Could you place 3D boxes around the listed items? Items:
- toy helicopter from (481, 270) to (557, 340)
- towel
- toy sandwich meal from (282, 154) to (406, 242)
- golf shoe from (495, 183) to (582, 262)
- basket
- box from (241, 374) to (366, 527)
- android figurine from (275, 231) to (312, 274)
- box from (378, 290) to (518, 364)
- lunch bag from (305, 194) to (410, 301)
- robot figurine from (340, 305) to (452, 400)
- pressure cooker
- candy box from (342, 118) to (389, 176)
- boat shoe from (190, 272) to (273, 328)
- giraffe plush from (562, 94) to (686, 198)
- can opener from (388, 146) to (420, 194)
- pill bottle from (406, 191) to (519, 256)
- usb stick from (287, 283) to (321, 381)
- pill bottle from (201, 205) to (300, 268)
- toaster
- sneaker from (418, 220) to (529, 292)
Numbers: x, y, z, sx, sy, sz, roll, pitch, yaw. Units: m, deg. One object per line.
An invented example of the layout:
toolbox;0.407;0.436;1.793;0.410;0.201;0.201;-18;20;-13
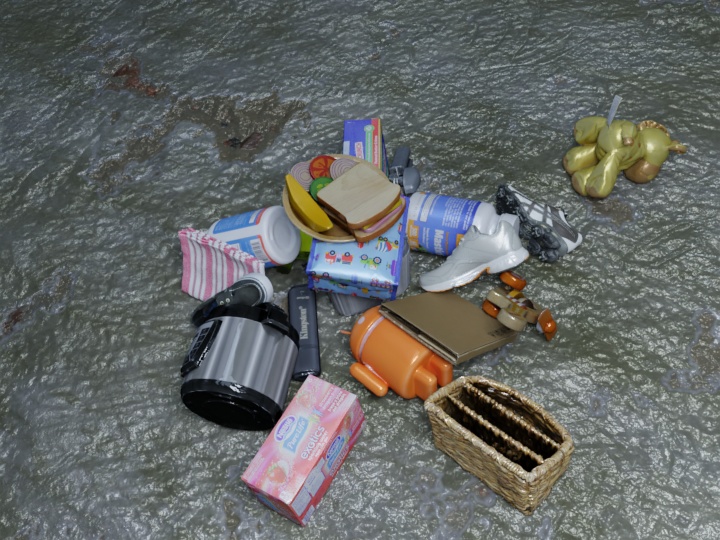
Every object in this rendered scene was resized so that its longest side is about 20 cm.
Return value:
toy helicopter;0.265;0.073;1.253;0.132;0.200;0.079;32;106;11
towel;-0.259;0.016;1.418;0.200;0.147;0.030;23;37;26
toy sandwich meal;-0.031;-0.127;1.236;0.205;0.070;0.205;1;56;-2
golf shoe;0.331;-0.095;1.430;0.094;0.078;0.200;-17;51;-23
basket;0.215;0.237;1.144;0.200;0.149;0.143;33;66;32
box;-0.085;0.282;1.203;0.095;0.103;0.200;21;61;25
android figurine;-0.101;-0.080;1.519;0.182;0.041;0.200;2;56;15
box;0.150;0.087;1.275;0.163;0.021;0.200;33;26;31
lunch bag;0.000;-0.064;1.277;0.150;0.094;0.200;9;71;1
robot figurine;0.061;0.135;1.274;0.200;0.117;0.144;35;99;32
pressure cooker;-0.195;0.149;1.281;0.176;0.179;0.200;5;58;16
candy box;0.015;-0.159;1.454;0.077;0.200;0.169;-4;53;9
boat shoe;-0.233;0.063;1.372;0.200;0.069;0.057;-26;9;41
giraffe plush;0.508;-0.227;1.443;0.162;0.200;0.173;5;45;-20
can opener;0.094;-0.192;1.512;0.067;0.053;0.200;-8;29;15
pill bottle;0.186;-0.077;1.410;0.200;0.112;0.112;12;57;21
usb stick;-0.103;0.110;1.381;0.055;0.033;0.200;-10;52;5
pill bottle;-0.223;-0.052;1.456;0.200;0.112;0.112;-9;49;32
toaster;0.000;0.000;1.381;0.200;0.129;0.114;-25;52;-7
sneaker;0.188;-0.028;1.333;0.200;0.076;0.092;-21;92;21
